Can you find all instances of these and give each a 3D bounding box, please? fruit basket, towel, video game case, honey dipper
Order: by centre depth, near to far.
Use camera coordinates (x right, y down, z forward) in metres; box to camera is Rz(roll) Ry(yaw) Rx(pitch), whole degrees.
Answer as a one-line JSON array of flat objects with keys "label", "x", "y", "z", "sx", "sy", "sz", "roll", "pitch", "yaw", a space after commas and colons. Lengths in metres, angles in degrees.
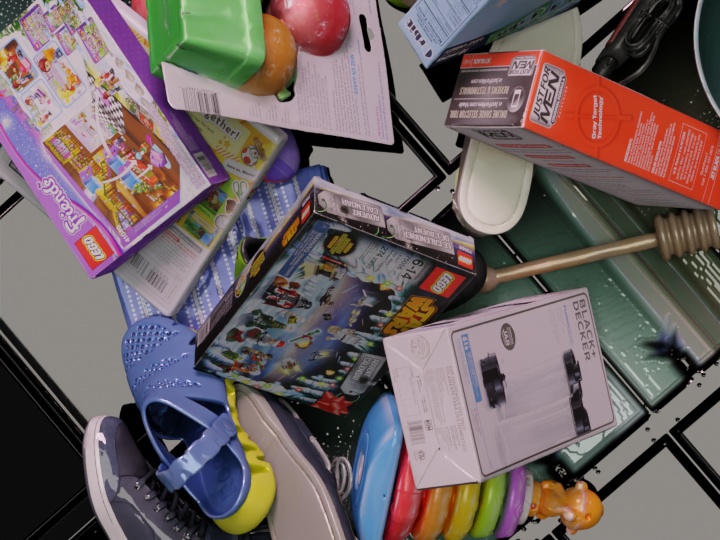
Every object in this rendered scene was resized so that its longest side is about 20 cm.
[{"label": "fruit basket", "x": -0.070, "y": -0.190, "z": 1.288, "sx": 0.094, "sy": 0.199, "sz": 0.186, "roll": -28, "pitch": 62, "yaw": 46}, {"label": "video game case", "x": -0.179, "y": -0.094, "z": 1.338, "sx": 0.200, "sy": 0.023, "sz": 0.182, "roll": 39, "pitch": 113, "yaw": 11}, {"label": "honey dipper", "x": 0.185, "y": -0.015, "z": 1.338, "sx": 0.199, "sy": 0.038, "sz": 0.038, "roll": -12, "pitch": 90, "yaw": 8}, {"label": "towel", "x": -0.101, "y": 0.008, "z": 1.369, "sx": 0.199, "sy": 0.024, "sz": 0.146, "roll": -17, "pitch": 89, "yaw": 5}]

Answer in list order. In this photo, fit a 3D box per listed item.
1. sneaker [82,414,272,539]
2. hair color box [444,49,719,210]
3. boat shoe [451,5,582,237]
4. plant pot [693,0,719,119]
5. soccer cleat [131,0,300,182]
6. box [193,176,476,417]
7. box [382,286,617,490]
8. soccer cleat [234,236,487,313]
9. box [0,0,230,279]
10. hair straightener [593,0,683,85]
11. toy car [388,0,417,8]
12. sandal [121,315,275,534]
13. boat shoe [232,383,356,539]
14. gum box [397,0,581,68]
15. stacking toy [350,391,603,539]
[{"label": "sneaker", "x": -0.130, "y": 0.196, "z": 1.341, "sx": 0.145, "sy": 0.077, "sz": 0.203, "roll": -17, "pitch": 98, "yaw": 15}, {"label": "hair color box", "x": 0.174, "y": -0.103, "z": 1.254, "sx": 0.199, "sy": 0.101, "sz": 0.062, "roll": 18, "pitch": 85, "yaw": -32}, {"label": "boat shoe", "x": 0.120, "y": -0.123, "z": 1.324, "sx": 0.072, "sy": 0.060, "sz": 0.203, "roll": 19, "pitch": 82, "yaw": -4}, {"label": "plant pot", "x": 0.345, "y": -0.169, "z": 1.270, "sx": 0.199, "sy": 0.134, "sz": 0.202, "roll": 0, "pitch": 90, "yaw": 5}, {"label": "soccer cleat", "x": -0.110, "y": -0.160, "z": 1.334, "sx": 0.067, "sy": 0.076, "sz": 0.200, "roll": -31, "pitch": 82, "yaw": -38}, {"label": "box", "x": -0.022, "y": 0.025, "z": 1.264, "sx": 0.136, "sy": 0.040, "sz": 0.200, "roll": 19, "pitch": 135, "yaw": -22}, {"label": "box", "x": 0.109, "y": 0.085, "z": 1.264, "sx": 0.060, "sy": 0.199, "sz": 0.117, "roll": -13, "pitch": 89, "yaw": 38}, {"label": "soccer cleat", "x": 0.000, "y": 0.000, "z": 1.304, "sx": 0.199, "sy": 0.081, "sz": 0.068, "roll": -2, "pitch": 66, "yaw": 1}, {"label": "box", "x": -0.211, "y": -0.114, "z": 1.312, "sx": 0.137, "sy": 0.039, "sz": 0.201, "roll": -35, "pitch": 87, "yaw": 24}, {"label": "hair straightener", "x": 0.231, "y": -0.215, "z": 1.296, "sx": 0.041, "sy": 0.077, "sz": 0.200, "roll": 40, "pitch": 85, "yaw": -16}, {"label": "toy car", "x": 0.117, "y": -0.285, "z": 1.287, "sx": 0.199, "sy": 0.164, "sz": 0.159, "roll": -5, "pitch": 90, "yaw": -7}, {"label": "sandal", "x": -0.137, "y": 0.109, "z": 1.295, "sx": 0.080, "sy": 0.087, "sz": 0.200, "roll": -45, "pitch": 53, "yaw": 13}, {"label": "boat shoe", "x": -0.047, "y": 0.169, "z": 1.304, "sx": 0.200, "sy": 0.062, "sz": 0.075, "roll": 49, "pitch": 116, "yaw": 39}, {"label": "gum box", "x": 0.141, "y": -0.233, "z": 1.190, "sx": 0.169, "sy": 0.200, "sz": 0.045, "roll": -27, "pitch": 81, "yaw": -36}, {"label": "stacking toy", "x": 0.095, "y": 0.172, "z": 1.324, "sx": 0.199, "sy": 0.110, "sz": 0.117, "roll": 10, "pitch": 102, "yaw": -6}]
